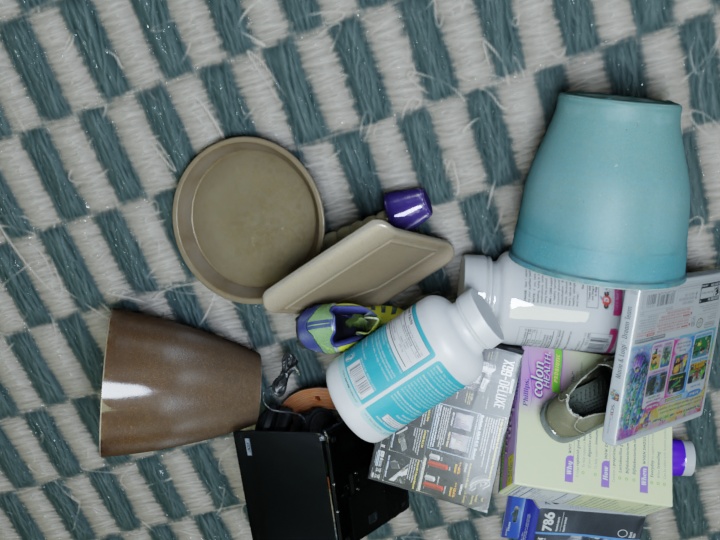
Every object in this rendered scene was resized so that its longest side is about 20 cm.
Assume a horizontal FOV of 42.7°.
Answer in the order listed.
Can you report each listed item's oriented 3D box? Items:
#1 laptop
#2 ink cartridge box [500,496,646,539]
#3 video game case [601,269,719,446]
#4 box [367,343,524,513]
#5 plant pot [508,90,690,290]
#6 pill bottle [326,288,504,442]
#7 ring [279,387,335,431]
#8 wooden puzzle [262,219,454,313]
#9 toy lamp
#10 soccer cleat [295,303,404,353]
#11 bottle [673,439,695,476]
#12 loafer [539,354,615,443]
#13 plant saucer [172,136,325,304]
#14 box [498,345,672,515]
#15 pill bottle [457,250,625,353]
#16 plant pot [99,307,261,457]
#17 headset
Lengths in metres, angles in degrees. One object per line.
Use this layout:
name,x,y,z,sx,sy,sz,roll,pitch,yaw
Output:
laptop,-0.045,0.262,1.202,0.103,0.198,0.180,18,122,47
ink cartridge box,0.309,0.376,1.347,0.196,0.039,0.101,4,119,3
video game case,0.354,0.096,1.065,0.198,0.024,0.185,-6,107,-42
box,0.106,0.177,1.139,0.155,0.050,0.204,12,95,12
plant pot,0.272,-0.097,1.018,0.196,0.200,0.191,5,104,1
pill bottle,0.065,0.104,1.061,0.199,0.111,0.111,-34,111,16
ring,-0.025,0.238,1.281,0.197,0.019,0.203,12,127,17
wooden puzzle,0.000,0.000,1.108,0.184,0.199,0.038,-33,68,22
toy lamp,-0.007,-0.049,1.131,0.197,0.058,0.059,-20,115,15
soccer cleat,0.008,0.072,1.132,0.083,0.198,0.066,-13,79,42
bottle,0.349,0.248,1.248,0.196,0.084,0.066,4,119,3
loafer,0.308,0.142,1.098,0.198,0.070,0.076,-28,73,-19
plant saucer,-0.134,-0.061,1.118,0.196,0.029,0.204,3,101,15
box,0.284,0.203,1.167,0.196,0.179,0.097,8,159,-1
pill bottle,0.220,0.036,1.127,0.196,0.114,0.115,5,119,1
plant pot,-0.231,0.149,1.201,0.196,0.188,0.190,4,120,-13
headset,-0.084,0.205,1.243,0.121,0.095,0.202,3,140,19
